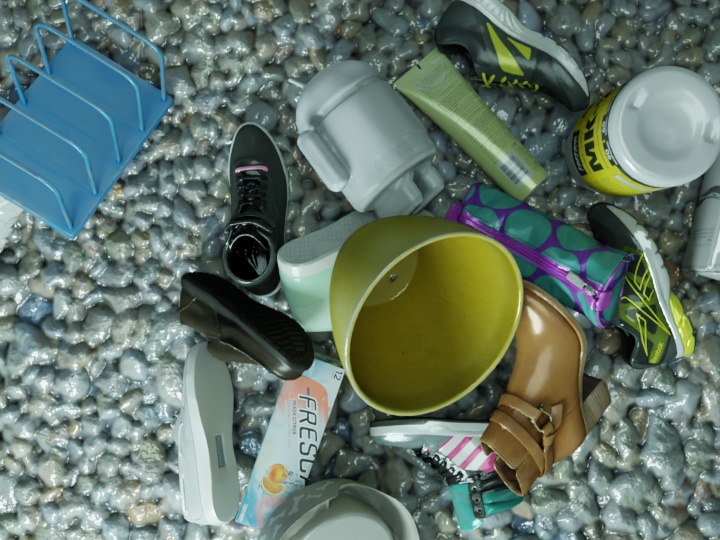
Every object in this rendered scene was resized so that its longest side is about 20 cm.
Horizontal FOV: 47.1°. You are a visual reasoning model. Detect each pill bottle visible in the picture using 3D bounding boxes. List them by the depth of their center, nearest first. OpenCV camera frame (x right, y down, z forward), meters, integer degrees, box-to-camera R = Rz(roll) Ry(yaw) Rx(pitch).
[{"bbox_3d":[0.289,-0.138,0.875,0.112,0.200,0.116,0,90,-1],"label":"pill bottle"}]

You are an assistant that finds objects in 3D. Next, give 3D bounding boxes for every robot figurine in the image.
[{"bbox_3d":[0.006,-0.146,0.910,0.169,0.113,0.201,-34,84,-43],"label":"robot figurine"}]

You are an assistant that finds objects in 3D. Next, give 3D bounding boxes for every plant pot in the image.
[{"bbox_3d":[0.045,0.024,0.846,0.198,0.142,0.203,-14,123,-23],"label":"plant pot"}]

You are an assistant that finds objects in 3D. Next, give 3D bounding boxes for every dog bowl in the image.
[{"bbox_3d":[-0.032,0.322,0.904,0.198,0.059,0.203,-9,108,-28],"label":"dog bowl"}]

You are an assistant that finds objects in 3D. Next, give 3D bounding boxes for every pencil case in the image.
[{"bbox_3d":[0.193,-0.021,0.897,0.199,0.092,0.086,29,108,25],"label":"pencil case"}]

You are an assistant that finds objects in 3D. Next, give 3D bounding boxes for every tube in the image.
[{"bbox_3d":[0.132,-0.165,0.951,0.200,0.058,0.052,47,121,2],"label":"tube"}]

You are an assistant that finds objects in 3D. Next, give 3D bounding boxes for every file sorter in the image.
[{"bbox_3d":[-0.311,-0.168,0.875,0.138,0.123,0.201,31,68,-2],"label":"file sorter"}]

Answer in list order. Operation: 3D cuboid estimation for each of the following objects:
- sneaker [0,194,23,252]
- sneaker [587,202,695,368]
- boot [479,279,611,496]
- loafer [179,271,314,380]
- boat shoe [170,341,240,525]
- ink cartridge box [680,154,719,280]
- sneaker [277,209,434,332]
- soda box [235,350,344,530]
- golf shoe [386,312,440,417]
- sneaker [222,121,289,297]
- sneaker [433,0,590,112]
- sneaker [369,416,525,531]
[{"bbox_3d":[-0.432,-0.037,0.941,0.199,0.075,0.100,-34,114,-3],"label":"sneaker"},{"bbox_3d":[0.301,0.021,0.931,0.084,0.074,0.202,-29,91,0],"label":"sneaker"},{"bbox_3d":[0.173,0.125,0.882,0.155,0.076,0.201,-40,115,-19],"label":"boot"},{"bbox_3d":[-0.129,0.071,0.912,0.199,0.073,0.072,32,110,35],"label":"loafer"},{"bbox_3d":[-0.183,0.186,0.939,0.068,0.072,0.203,-12,86,26],"label":"boat shoe"},{"bbox_3d":[0.467,-0.077,0.936,0.144,0.085,0.203,15,88,-1],"label":"ink cartridge box"},{"bbox_3d":[-0.001,0.000,0.949,0.198,0.074,0.119,-20,131,-21],"label":"sneaker"},{"bbox_3d":[-0.078,0.191,0.936,0.063,0.068,0.203,19,89,-2],"label":"soda box"},{"bbox_3d":[0.088,0.080,0.945,0.200,0.077,0.088,-45,71,-6],"label":"golf shoe"},{"bbox_3d":[-0.117,-0.071,0.920,0.070,0.099,0.203,-3,89,1],"label":"sneaker"},{"bbox_3d":[0.169,-0.235,0.941,0.199,0.074,0.085,40,92,8],"label":"sneaker"},{"bbox_3d":[0.105,0.230,0.937,0.197,0.084,0.123,4,81,-2],"label":"sneaker"}]
